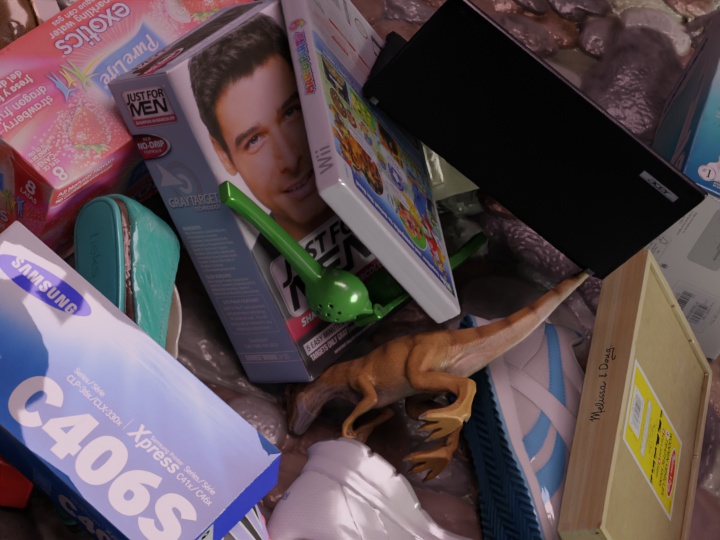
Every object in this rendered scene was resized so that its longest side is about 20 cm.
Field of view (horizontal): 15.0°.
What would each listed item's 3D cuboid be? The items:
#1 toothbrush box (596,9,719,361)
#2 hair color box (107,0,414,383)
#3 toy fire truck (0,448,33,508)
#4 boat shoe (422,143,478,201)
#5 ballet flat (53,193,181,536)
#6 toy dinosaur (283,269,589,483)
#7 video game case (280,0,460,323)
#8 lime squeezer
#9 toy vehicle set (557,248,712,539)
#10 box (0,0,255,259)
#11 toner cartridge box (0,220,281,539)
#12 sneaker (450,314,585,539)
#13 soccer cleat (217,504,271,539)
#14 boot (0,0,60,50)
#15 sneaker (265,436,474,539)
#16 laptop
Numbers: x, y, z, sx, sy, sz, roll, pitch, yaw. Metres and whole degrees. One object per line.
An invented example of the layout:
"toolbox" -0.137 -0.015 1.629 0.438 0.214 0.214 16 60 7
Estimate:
"toothbrush box" 0.232 -0.070 1.706 0.085 0.147 0.200 23 51 -3
"hair color box" -0.054 -0.045 1.578 0.099 0.061 0.200 -37 110 -36
"toy fire truck" -0.241 0.073 1.506 0.141 0.049 0.201 9 53 -11
"boat shoe" 0.020 -0.076 1.694 0.201 0.074 0.063 -16 26 -17
"ballet flat" -0.128 0.056 1.541 0.070 0.067 0.201 21 63 -42
"toy dinosaur" 0.045 0.054 1.547 0.199 0.060 0.106 -19 50 9
"video game case" 0.002 -0.083 1.557 0.018 0.143 0.200 -26 48 16
"lime squeezer" 0.000 0.000 1.569 0.200 0.038 0.071 9 50 -40
"toy vehicle set" 0.162 0.102 1.581 0.026 0.124 0.200 -7 48 25
"box" -0.151 -0.098 1.623 0.095 0.103 0.200 43 53 13
"toner cartridge box" -0.147 0.073 1.464 0.200 0.043 0.095 40 65 13
"sneaker" 0.110 0.113 1.581 0.080 0.077 0.201 1 58 -19
"soccer cleat" -0.063 0.183 1.482 0.076 0.067 0.201 7 57 -22
"boot" -0.253 -0.204 1.688 0.075 0.074 0.200 -20 66 -18
"sneaker" 0.033 0.181 1.521 0.200 0.075 0.087 34 65 14
"laptop" 0.100 -0.090 1.555 0.177 0.103 0.200 39 20 -6
